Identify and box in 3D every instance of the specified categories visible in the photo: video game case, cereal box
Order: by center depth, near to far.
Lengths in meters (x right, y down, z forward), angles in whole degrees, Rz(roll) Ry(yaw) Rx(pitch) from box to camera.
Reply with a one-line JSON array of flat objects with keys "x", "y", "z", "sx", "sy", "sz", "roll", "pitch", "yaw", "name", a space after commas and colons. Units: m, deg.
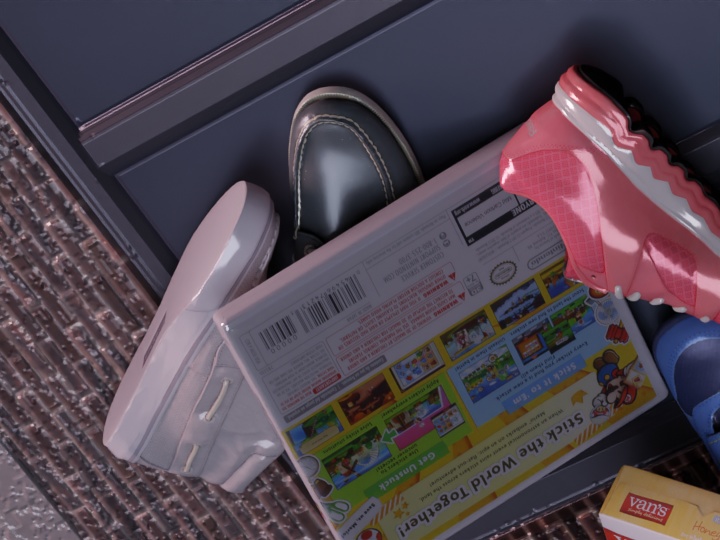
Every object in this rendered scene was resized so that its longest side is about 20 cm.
[{"x": 0.046, "y": 0.045, "z": 1.356, "sx": 0.200, "sy": 0.023, "sz": 0.182, "roll": -32, "pitch": 116, "yaw": -8, "name": "video game case"}, {"x": 0.216, "y": 0.190, "z": 1.394, "sx": 0.144, "sy": 0.040, "sz": 0.200, "roll": 16, "pitch": 151, "yaw": 28, "name": "cereal box"}]

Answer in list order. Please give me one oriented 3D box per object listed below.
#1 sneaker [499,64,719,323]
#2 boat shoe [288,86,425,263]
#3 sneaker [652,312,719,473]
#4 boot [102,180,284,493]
[{"x": 0.151, "y": -0.013, "z": 1.325, "sx": 0.087, "sy": 0.074, "sz": 0.200, "roll": -41, "pitch": 102, "yaw": 15, "name": "sneaker"}, {"x": 0.000, "y": 0.000, "z": 1.361, "sx": 0.073, "sy": 0.062, "sz": 0.200, "roll": -2, "pitch": 120, "yaw": 12, "name": "boat shoe"}, {"x": 0.228, "y": 0.102, "z": 1.385, "sx": 0.074, "sy": 0.082, "sz": 0.200, "roll": -30, "pitch": 112, "yaw": 24, "name": "sneaker"}, {"x": -0.063, "y": 0.040, "z": 1.398, "sx": 0.095, "sy": 0.074, "sz": 0.200, "roll": 21, "pitch": 130, "yaw": -13, "name": "boot"}]
